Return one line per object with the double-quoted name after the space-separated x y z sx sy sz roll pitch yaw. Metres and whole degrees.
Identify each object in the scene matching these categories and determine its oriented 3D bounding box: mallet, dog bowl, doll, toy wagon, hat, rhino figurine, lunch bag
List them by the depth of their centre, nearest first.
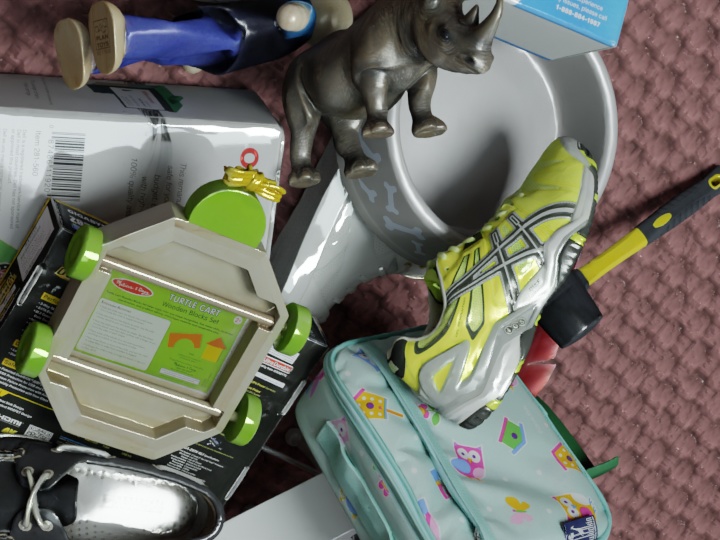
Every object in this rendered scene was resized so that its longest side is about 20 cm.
0.018 -0.121 1.017 0.060 0.200 0.088 1 72 -37 "rhino figurine"
-0.107 0.021 1.019 0.155 0.040 0.201 21 109 -26 "toy wagon"
-0.083 -0.147 1.057 0.199 0.136 0.049 -12 90 -40 "doll"
0.057 0.129 1.085 0.160 0.200 0.077 -5 141 -42 "lunch bag"
0.084 -0.095 1.130 0.199 0.059 0.201 -1 93 -25 "dog bowl"
0.200 -0.012 1.214 0.199 0.041 0.066 -26 79 -24 "mallet"
0.086 0.094 1.251 0.199 0.166 0.177 -20 80 -26 "hat"

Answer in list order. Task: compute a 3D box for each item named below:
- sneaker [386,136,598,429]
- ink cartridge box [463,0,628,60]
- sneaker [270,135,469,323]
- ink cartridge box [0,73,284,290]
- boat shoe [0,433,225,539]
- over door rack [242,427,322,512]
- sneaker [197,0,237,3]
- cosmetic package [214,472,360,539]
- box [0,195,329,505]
0.086 -0.004 1.064 0.076 0.075 0.201 29 71 -5 "sneaker"
0.105 -0.252 1.061 0.144 0.084 0.201 18 82 -23 "ink cartridge box"
0.000 0.000 1.172 0.115 0.074 0.201 26 101 -21 "sneaker"
-0.160 -0.044 1.098 0.199 0.084 0.147 2 113 -18 "ink cartridge box"
-0.179 0.142 1.034 0.199 0.060 0.074 14 79 -24 "boat shoe"
-0.095 0.178 1.218 0.199 0.067 0.148 24 101 -24 "over door rack"
-0.115 -0.194 1.044 0.199 0.099 0.078 -3 112 -16 "sneaker"
-0.057 0.193 1.150 0.199 0.051 0.083 -26 153 -6 "cosmetic package"
-0.145 0.065 1.081 0.199 0.049 0.160 25 107 -27 "box"
